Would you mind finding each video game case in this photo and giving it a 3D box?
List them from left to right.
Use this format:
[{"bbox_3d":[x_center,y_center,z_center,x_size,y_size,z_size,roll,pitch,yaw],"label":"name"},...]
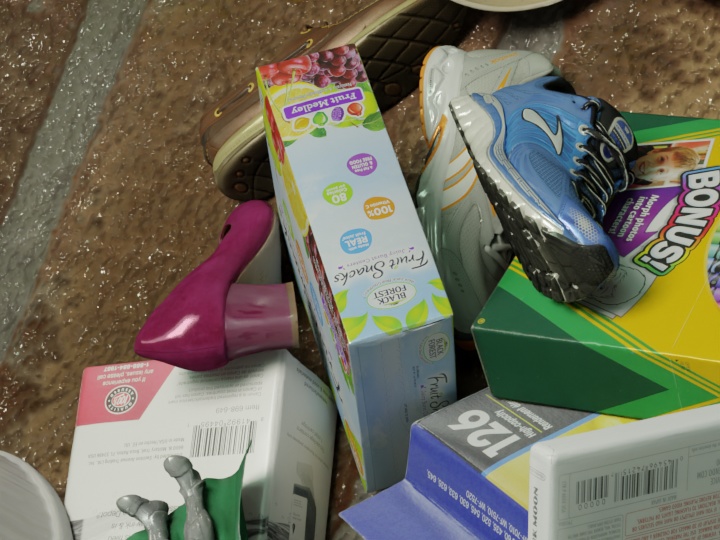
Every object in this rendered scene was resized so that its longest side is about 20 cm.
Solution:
[{"bbox_3d":[0.167,0.155,1.152,0.023,0.199,0.183,26,121,56],"label":"video game case"}]

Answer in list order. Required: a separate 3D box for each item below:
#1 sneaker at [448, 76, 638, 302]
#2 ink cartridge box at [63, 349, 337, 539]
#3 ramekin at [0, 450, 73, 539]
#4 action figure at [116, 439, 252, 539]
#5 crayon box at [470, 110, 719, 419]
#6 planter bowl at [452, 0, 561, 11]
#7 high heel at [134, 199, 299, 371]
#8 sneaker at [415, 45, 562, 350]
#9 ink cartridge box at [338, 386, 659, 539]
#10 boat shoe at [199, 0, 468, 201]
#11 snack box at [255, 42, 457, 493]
[{"bbox_3d":[0.110,-0.057,1.284,0.089,0.079,0.200,-25,32,4],"label":"sneaker"},{"bbox_3d":[-0.099,0.158,1.392,0.145,0.085,0.201,-7,61,26],"label":"ink cartridge box"},{"bbox_3d":[-0.273,0.178,1.367,0.201,0.094,0.203,-17,51,22],"label":"ramekin"},{"bbox_3d":[-0.090,0.196,1.264,0.118,0.055,0.201,-43,42,27],"label":"action figure"},{"bbox_3d":[0.182,-0.004,1.300,0.171,0.059,0.200,6,43,31],"label":"crayon box"},{"bbox_3d":[0.080,-0.277,1.474,0.200,0.200,0.135,-42,27,2],"label":"planter bowl"},{"bbox_3d":[-0.093,0.003,1.422,0.095,0.068,0.200,-5,16,-6],"label":"high heel"},{"bbox_3d":[0.083,-0.050,1.415,0.091,0.076,0.201,-5,66,15],"label":"sneaker"},{"bbox_3d":[0.117,0.116,1.243,0.199,0.047,0.197,-23,32,-24],"label":"ink cartridge box"},{"bbox_3d":[-0.023,-0.130,1.508,0.200,0.072,0.068,-38,56,9],"label":"boat shoe"},{"bbox_3d":[0.000,0.000,1.366,0.067,0.169,0.201,-14,57,-5],"label":"snack box"}]
